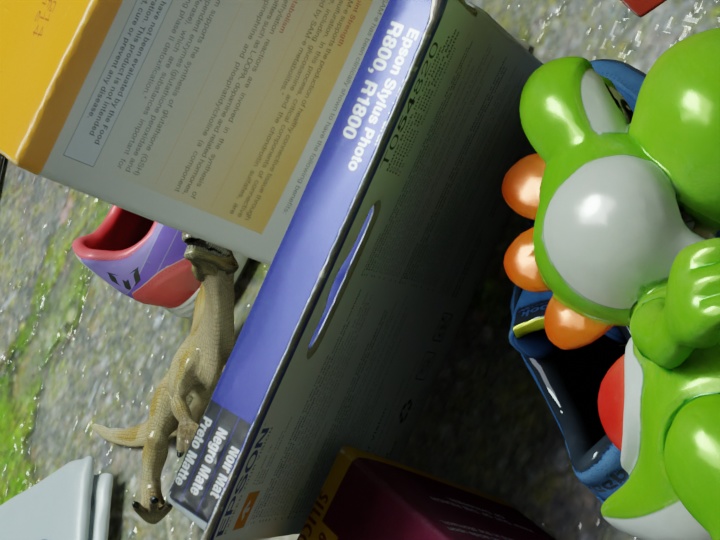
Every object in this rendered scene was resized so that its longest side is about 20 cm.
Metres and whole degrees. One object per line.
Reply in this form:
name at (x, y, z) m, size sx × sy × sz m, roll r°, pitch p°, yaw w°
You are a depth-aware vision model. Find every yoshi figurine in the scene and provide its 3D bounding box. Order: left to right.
yoshi figurine at (0.118, 0.008, 0.587) m, size 0.113 × 0.112 × 0.201 m, roll 103°, pitch 145°, yaw -62°

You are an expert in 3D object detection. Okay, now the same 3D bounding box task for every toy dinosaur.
toy dinosaur at (-0.073, 0.059, 0.885) m, size 0.200 × 0.058 × 0.102 m, roll 119°, pitch 151°, yaw -52°

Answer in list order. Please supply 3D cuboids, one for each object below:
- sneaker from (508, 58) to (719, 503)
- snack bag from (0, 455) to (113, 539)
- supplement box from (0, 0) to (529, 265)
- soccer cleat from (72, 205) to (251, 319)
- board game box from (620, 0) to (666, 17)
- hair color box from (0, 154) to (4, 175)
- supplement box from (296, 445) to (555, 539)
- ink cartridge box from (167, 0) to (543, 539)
sneaker at (0.085, -0.005, 0.691) m, size 0.066 × 0.078 × 0.201 m, roll -40°, pitch 43°, yaw 36°
snack bag at (-0.185, 0.207, 0.976) m, size 0.200 × 0.021 × 0.189 m, roll -30°, pitch 50°, yaw 44°
supplement box at (-0.044, -0.076, 0.787) m, size 0.073 × 0.200 × 0.126 m, roll 32°, pitch 97°, yaw 50°
soccer cleat at (-0.061, -0.075, 0.914) m, size 0.068 × 0.073 × 0.201 m, roll 37°, pitch 103°, yaw 53°
board game box at (0.163, -0.189, 0.663) m, size 0.200 × 0.040 × 0.153 m, roll -33°, pitch 26°, yaw 36°
hair color box at (-0.295, -0.023, 1.198) m, size 0.200 × 0.061 × 0.102 m, roll -15°, pitch 60°, yaw 47°
supplement box at (0.048, 0.155, 0.649) m, size 0.200 × 0.085 × 0.111 m, roll 35°, pitch 101°, yaw 53°
ink cartridge box at (0.000, 0.000, 0.711) m, size 0.040 × 0.200 × 0.200 m, roll 25°, pitch 93°, yaw 16°
